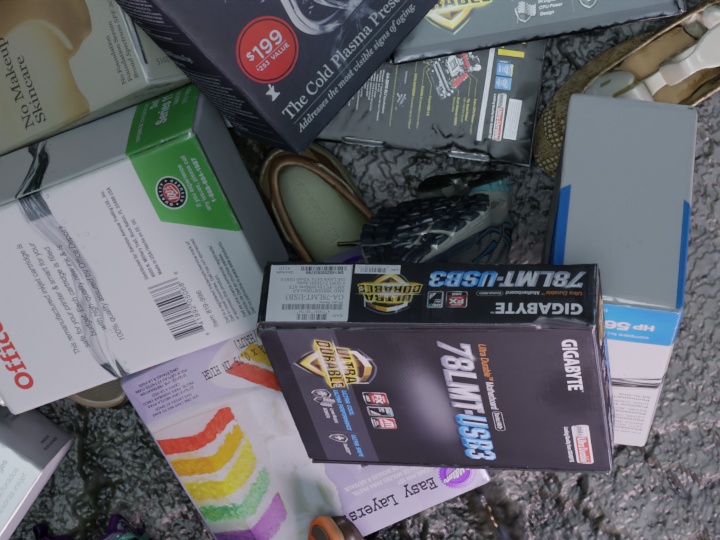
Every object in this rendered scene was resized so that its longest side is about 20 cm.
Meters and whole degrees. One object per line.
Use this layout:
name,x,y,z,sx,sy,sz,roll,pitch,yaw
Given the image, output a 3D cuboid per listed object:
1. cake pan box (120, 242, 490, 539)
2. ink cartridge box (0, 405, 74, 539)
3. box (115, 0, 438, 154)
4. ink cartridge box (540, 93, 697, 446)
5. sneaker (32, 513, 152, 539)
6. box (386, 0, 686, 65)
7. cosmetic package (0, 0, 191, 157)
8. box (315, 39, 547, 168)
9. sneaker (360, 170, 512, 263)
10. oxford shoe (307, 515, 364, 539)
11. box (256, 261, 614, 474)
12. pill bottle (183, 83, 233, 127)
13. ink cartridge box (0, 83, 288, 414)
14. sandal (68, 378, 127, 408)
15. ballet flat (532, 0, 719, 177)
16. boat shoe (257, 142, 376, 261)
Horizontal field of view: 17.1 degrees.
cake pan box,-0.031,0.095,1.587,0.199,0.052,0.185,-23,118,9
ink cartridge box,-0.318,0.123,1.587,0.199,0.145,0.146,34,95,-1
box,-0.048,-0.206,1.432,0.182,0.104,0.200,45,81,-23
ink cartridge box,0.157,0.004,1.518,0.084,0.200,0.147,6,62,2
sneaker,-0.138,0.207,1.610,0.199,0.074,0.088,-5,85,20
box,0.101,-0.227,1.551,0.199,0.046,0.160,-9,94,2
cosmetic package,-0.196,-0.141,1.545,0.199,0.071,0.106,-22,88,39
box,0.048,-0.178,1.602,0.159,0.049,0.201,6,95,-2
sneaker,0.061,-0.007,1.544,0.077,0.200,0.087,-6,102,22
oxford shoe,0.021,0.239,1.617,0.073,0.071,0.201,-29,119,-16
box,0.051,0.060,1.445,0.197,0.200,0.050,2,62,10
pill bottle,-0.092,-0.195,1.571,0.112,0.113,0.201,-5,94,2
ink cartridge box,-0.164,-0.013,1.527,0.199,0.083,0.147,-19,117,12
sandal,-0.187,-0.005,1.617,0.080,0.054,0.201,2,98,1
ballet flat,0.199,-0.130,1.593,0.200,0.065,0.071,-37,93,4
boat shoe,0.000,0.000,1.604,0.076,0.074,0.200,-42,93,4
